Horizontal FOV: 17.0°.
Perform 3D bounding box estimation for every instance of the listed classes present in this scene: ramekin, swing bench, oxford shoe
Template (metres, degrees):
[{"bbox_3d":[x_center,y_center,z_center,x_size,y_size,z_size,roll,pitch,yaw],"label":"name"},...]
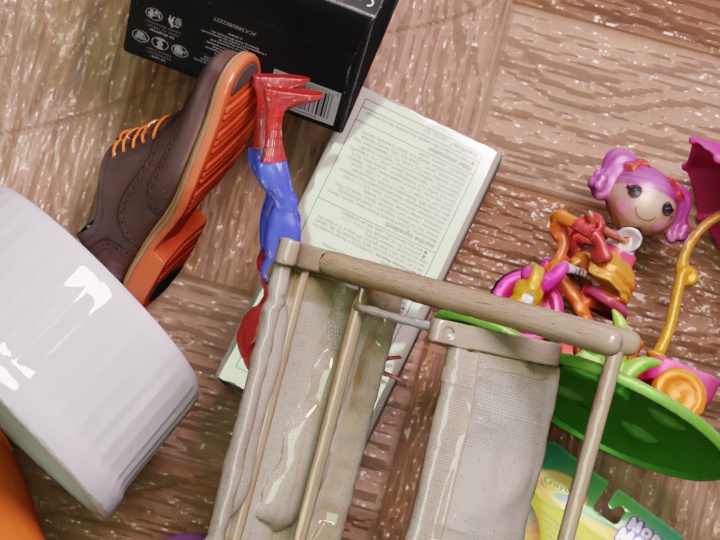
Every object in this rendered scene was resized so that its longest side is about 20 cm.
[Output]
[{"bbox_3d":[-0.188,0.043,1.420,0.200,0.200,0.098,44,78,4],"label":"ramekin"},{"bbox_3d":[0.030,0.104,1.321,0.199,0.130,0.200,15,90,12],"label":"swing bench"},{"bbox_3d":[-0.120,-0.064,1.442,0.072,0.071,0.200,36,129,7],"label":"oxford shoe"}]

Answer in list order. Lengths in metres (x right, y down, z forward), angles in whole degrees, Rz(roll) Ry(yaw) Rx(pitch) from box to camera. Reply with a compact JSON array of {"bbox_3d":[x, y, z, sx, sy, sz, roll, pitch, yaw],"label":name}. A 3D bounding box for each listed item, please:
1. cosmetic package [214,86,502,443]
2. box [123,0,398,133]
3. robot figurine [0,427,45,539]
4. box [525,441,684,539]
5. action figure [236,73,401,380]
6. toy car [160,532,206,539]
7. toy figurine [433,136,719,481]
[{"bbox_3d":[0.000,0.000,1.481,0.103,0.073,0.201,26,85,4],"label":"cosmetic package"},{"bbox_3d":[-0.036,-0.213,1.442,0.148,0.124,0.201,21,58,1],"label":"box"},{"bbox_3d":[-0.248,0.156,1.419,0.116,0.144,0.200,-34,50,8],"label":"robot figurine"},{"bbox_3d":[0.101,0.215,1.473,0.117,0.048,0.200,37,88,4],"label":"box"},{"bbox_3d":[-0.022,-0.009,1.404,0.098,0.065,0.201,4,106,-12],"label":"action figure"},{"bbox_3d":[-0.096,0.230,1.399,0.174,0.200,0.151,1,79,15],"label":"toy car"},{"bbox_3d":[0.169,0.000,1.457,0.199,0.150,0.185,28,73,-4],"label":"toy figurine"}]
